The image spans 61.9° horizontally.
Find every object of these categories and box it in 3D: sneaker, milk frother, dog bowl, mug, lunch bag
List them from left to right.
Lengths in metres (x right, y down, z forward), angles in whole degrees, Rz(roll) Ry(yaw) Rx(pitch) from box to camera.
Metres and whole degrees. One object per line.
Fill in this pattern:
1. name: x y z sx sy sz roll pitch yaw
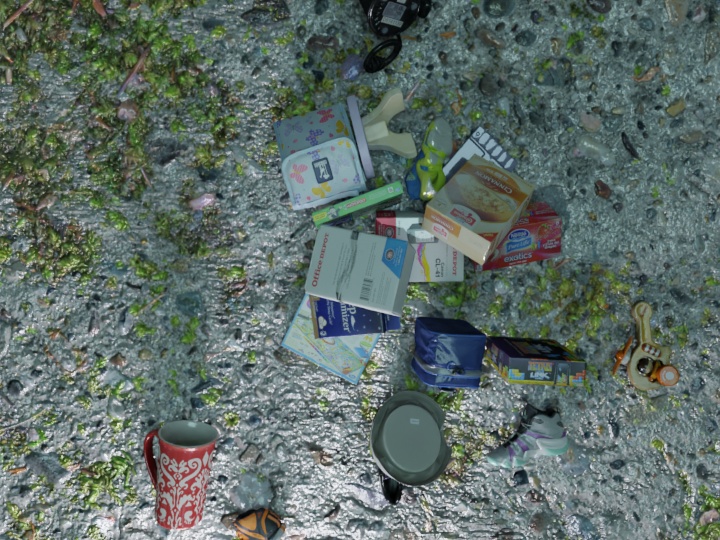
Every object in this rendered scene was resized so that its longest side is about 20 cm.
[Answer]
1. mug: -0.410 0.457 1.370 0.131 0.176 0.205 2 101 -38
2. sneaker: -0.272 0.641 1.401 0.111 0.078 0.201 39 82 0
3. lunch bag: -0.085 -0.235 1.270 0.166 0.128 0.204 -14 64 1
4. milk frother: 0.032 -0.564 1.283 0.199 0.179 0.191 -40 56 29
5. sneaker: 0.070 0.433 1.377 0.074 0.088 0.205 -10 95 0
6. dog bowl: 0.109 0.379 1.349 0.195 0.059 0.205 8 66 -18
7. sneaker: 0.142 -0.244 1.334 0.075 0.104 0.204 31 60 -33
8. lunch bag: 0.190 0.187 1.306 0.132 0.200 0.136 5 97 -7
9. sneaker: 0.377 0.366 1.391 0.195 0.078 0.143 -12 93 -10

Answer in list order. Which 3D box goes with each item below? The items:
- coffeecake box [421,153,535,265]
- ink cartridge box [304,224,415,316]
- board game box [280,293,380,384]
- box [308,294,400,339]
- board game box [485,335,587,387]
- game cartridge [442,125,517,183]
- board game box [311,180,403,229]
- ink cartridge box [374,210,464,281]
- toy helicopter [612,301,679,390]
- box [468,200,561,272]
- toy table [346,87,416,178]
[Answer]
1. coffeecake box: 0.243 -0.131 1.240 0.152 0.074 0.200 32 57 18
2. ink cartridge box: 0.000 0.000 1.247 0.196 0.084 0.149 12 85 20
3. board game box: -0.066 0.154 1.379 0.197 0.034 0.137 28 93 -3
4. box: -0.015 0.080 1.314 0.195 0.032 0.124 -7 94 16
5. board game box: 0.376 0.194 1.309 0.161 0.200 0.058 4 96 -2
6. game cartridge: 0.249 -0.208 1.360 0.129 0.038 0.201 41 93 0
7. board game box: -0.004 -0.137 1.307 0.196 0.135 0.030 -20 87 0
8. ink cartridge box: 0.129 -0.054 1.328 0.195 0.086 0.151 0 104 3
9. toy helicopter: 0.650 0.174 1.389 0.129 0.079 0.205 -4 84 8
10. box: 0.332 -0.076 1.325 0.195 0.100 0.097 -10 119 0
11. toy table: 0.045 -0.300 1.284 0.114 0.184 0.204 -15 71 3
